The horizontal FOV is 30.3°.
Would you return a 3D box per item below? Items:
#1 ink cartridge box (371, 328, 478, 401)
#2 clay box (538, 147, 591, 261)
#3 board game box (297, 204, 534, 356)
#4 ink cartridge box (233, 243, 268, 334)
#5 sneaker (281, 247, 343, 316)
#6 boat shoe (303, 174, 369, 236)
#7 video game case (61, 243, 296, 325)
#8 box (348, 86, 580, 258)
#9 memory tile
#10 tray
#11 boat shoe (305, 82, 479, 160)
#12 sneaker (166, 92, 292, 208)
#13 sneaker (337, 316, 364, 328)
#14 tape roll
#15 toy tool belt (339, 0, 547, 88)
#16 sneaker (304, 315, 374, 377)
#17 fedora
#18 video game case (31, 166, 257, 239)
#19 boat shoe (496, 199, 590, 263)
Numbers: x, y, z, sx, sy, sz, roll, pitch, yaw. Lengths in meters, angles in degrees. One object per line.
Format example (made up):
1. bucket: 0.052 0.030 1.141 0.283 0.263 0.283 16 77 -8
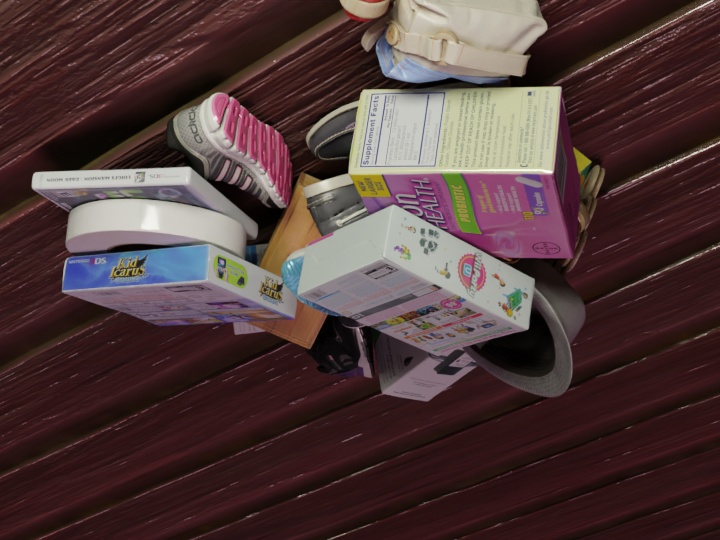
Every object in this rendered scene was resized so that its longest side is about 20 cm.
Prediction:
1. ink cartridge box: 0.103 0.060 1.724 0.083 0.147 0.200 12 143 -33
2. clay box: 0.189 -0.103 1.489 0.048 0.115 0.200 -40 161 -24
3. board game box: 0.058 0.016 1.385 0.199 0.065 0.147 26 151 -31
4. ink cartridge box: -0.067 0.017 1.681 0.199 0.067 0.116 -6 151 -5
5. sneaker: 0.000 0.000 1.485 0.199 0.081 0.077 0 113 -27
6. boat shoe: 0.035 -0.083 1.484 0.199 0.063 0.073 -13 178 -22
7. video game case: -0.201 0.020 1.504 0.199 0.046 0.181 -4 163 28
8. box: 0.109 -0.093 1.323 0.199 0.097 0.176 2 154 16
9. memory tile: 0.243 -0.026 1.615 0.017 0.154 0.200 23 145 0
10. tray: -0.064 -0.008 1.563 0.098 0.037 0.201 23 121 -7
11. boat shoe: 0.038 -0.146 1.425 0.199 0.063 0.073 -13 153 11
12. sneaker: -0.140 -0.121 1.417 0.087 0.074 0.200 -10 156 22
13. sneaker: 0.044 0.022 1.600 0.071 0.200 0.083 9 129 32
14. tape roll: -0.226 -0.033 1.473 0.201 0.037 0.203 3 166 1
15. toy tool belt: 0.066 -0.218 1.248 0.199 0.125 0.123 2 141 -17
16. sneaker: -0.030 0.089 1.679 0.087 0.076 0.200 -4 152 2
17. fedora: 0.188 0.047 1.537 0.199 0.090 0.178 19 135 41
18. video game case: -0.230 -0.068 1.452 0.181 0.024 0.200 -1 164 17
19. boat shoe: 0.155 -0.046 1.462 0.199 0.068 0.072 0 139 47
